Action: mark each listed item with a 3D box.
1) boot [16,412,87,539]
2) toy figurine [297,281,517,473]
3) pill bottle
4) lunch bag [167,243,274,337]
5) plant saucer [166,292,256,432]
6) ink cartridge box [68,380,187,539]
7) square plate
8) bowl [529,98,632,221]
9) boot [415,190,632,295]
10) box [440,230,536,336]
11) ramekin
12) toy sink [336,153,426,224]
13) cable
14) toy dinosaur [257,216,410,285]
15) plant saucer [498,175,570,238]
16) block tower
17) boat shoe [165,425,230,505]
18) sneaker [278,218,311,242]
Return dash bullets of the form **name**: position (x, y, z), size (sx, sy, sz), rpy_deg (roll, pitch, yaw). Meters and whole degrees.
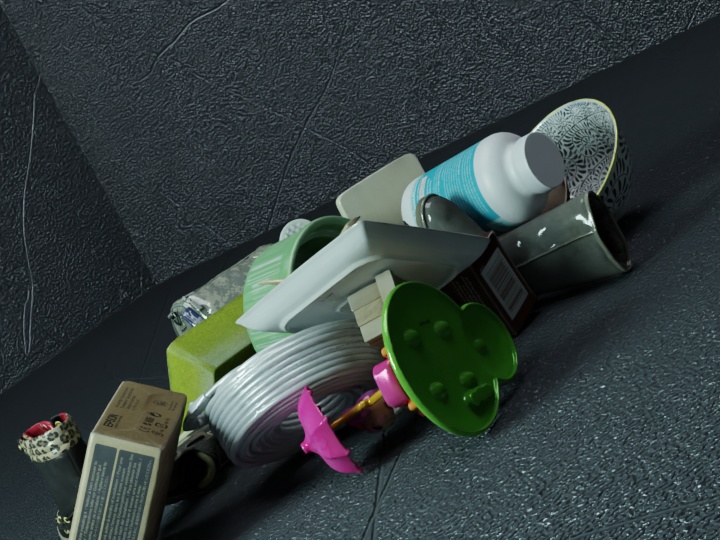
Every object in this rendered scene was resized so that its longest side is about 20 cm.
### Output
- **boot**: position (-0.340, 0.245, 1.517), size (0.073, 0.152, 0.200), rpy_deg (-32, 9, -21)
- **toy figurine**: position (0.027, 0.115, 1.226), size (0.184, 0.151, 0.199), rpy_deg (-34, -12, 34)
- **pill bottle**: position (0.148, -0.094, 1.553), size (0.199, 0.111, 0.111), rpy_deg (-28, 7, 46)
- **lunch bag**: position (-0.149, 0.073, 1.786), size (0.200, 0.168, 0.139), rpy_deg (-36, 1, -38)
- **plant saucer**: position (-0.143, 0.129, 1.592), size (0.048, 0.201, 0.200), rpy_deg (26, 44, 30)
- **ink cartridge box**: position (-0.230, 0.215, 1.274), size (0.074, 0.167, 0.200), rpy_deg (14, 8, -4)
- **square plate**: position (0.006, 0.019, 1.309), size (0.197, 0.029, 0.200), rpy_deg (5, -34, -47)
- **bowl**: position (0.277, -0.105, 1.633), size (0.200, 0.094, 0.202), rpy_deg (-38, 37, 37)
- **boot**: position (0.178, -0.040, 1.444), size (0.199, 0.182, 0.073), rpy_deg (-26, 19, 48)
- **box**: position (0.090, 0.039, 1.471), size (0.199, 0.101, 0.075), rpy_deg (-21, 22, 41)
- **ramekin**: position (-0.046, 0.044, 1.548), size (0.097, 0.201, 0.200), rpy_deg (-17, 14, 41)
- **toy sink**: position (0.044, -0.029, 1.694), size (0.130, 0.201, 0.112), rpy_deg (-33, 8, -23)
- **cable**: position (-0.062, 0.126, 1.340), size (0.199, 0.070, 0.200), rpy_deg (-2, -34, -49)
- **toy dinosaur**: position (0.000, 0.000, 1.345), size (0.198, 0.059, 0.102), rpy_deg (-4, -42, -18)
- **plant saucer**: position (0.190, -0.046, 1.593), size (0.200, 0.034, 0.202), rpy_deg (-37, 39, 37)
- **block tower**: position (0.056, 0.056, 1.328), size (0.057, 0.054, 0.200), rpy_deg (-28, -25, 16)
- **boat shoe**: position (-0.190, 0.223, 1.471), size (0.064, 0.074, 0.199), rpy_deg (8, 21, 32)
- **sneaker**: position (-0.057, 0.033, 1.720), size (0.078, 0.202, 0.079), rpy_deg (-14, -3, -8)
